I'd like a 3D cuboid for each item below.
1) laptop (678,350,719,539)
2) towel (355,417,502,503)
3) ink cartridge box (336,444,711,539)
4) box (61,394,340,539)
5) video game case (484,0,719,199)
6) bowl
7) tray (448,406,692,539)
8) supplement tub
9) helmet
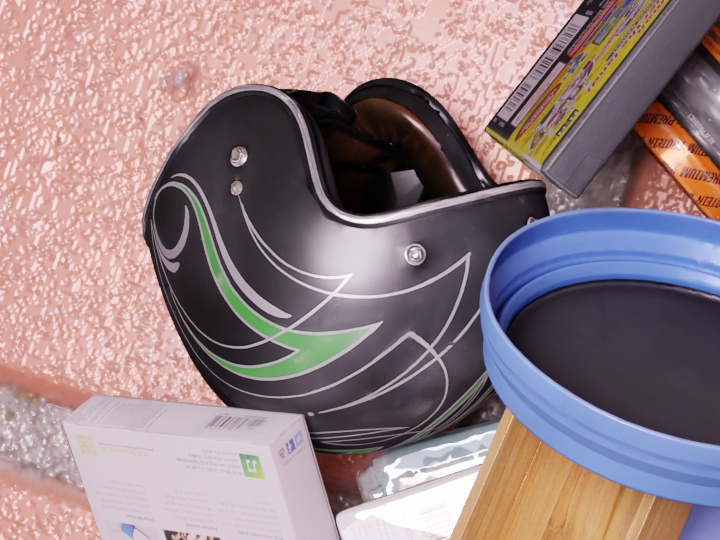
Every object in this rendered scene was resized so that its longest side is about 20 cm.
[{"bbox_3d":[0.230,0.149,0.960,0.177,0.200,0.104,14,118,1],"label":"laptop"},{"bbox_3d":[0.110,0.156,1.121,0.199,0.048,0.172,-16,83,12],"label":"towel"},{"bbox_3d":[0.102,0.145,1.065,0.199,0.067,0.117,-19,83,11],"label":"ink cartridge box"},{"bbox_3d":[-0.068,0.162,1.107,0.144,0.036,0.201,3,117,38],"label":"box"},{"bbox_3d":[0.146,-0.133,1.082,0.025,0.181,0.200,37,95,-10],"label":"video game case"},{"bbox_3d":[0.151,0.038,0.978,0.200,0.201,0.040,19,122,13],"label":"bowl"},{"bbox_3d":[0.079,0.161,0.995,0.099,0.037,0.201,27,94,44],"label":"tray"},{"bbox_3d":[0.234,-0.114,1.087,0.200,0.123,0.123,-41,79,8],"label":"supplement tub"},{"bbox_3d":[0.000,0.000,1.098,0.200,0.200,0.191,-45,70,6],"label":"helmet"}]
